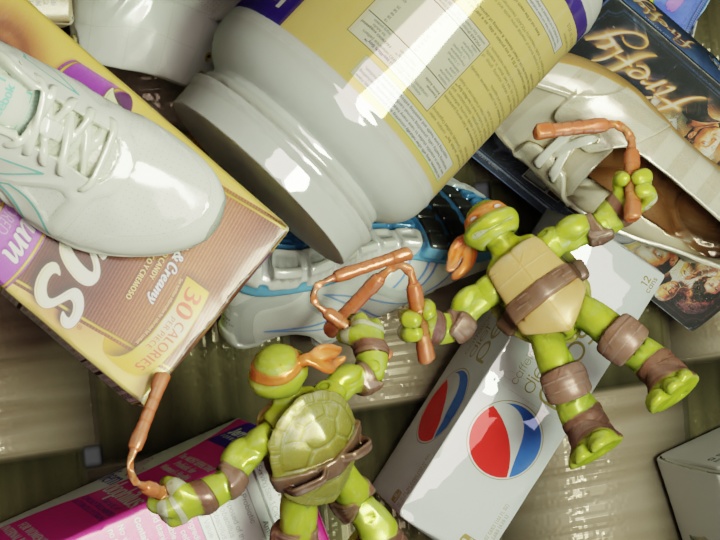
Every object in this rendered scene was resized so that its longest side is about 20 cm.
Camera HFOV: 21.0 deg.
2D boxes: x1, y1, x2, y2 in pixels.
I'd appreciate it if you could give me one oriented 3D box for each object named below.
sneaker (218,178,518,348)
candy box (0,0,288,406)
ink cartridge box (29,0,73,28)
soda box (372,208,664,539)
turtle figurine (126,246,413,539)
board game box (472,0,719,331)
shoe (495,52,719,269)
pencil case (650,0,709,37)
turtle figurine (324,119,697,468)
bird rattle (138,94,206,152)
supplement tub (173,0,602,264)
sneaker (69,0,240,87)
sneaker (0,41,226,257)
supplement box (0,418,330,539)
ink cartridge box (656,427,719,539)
[{"bbox_3d":[0.000,0.000,1.122,0.199,0.075,0.087,-9,134,-31],"label":"sneaker"},{"bbox_3d":[-0.148,-0.040,0.966,0.200,0.056,0.117,41,79,-7],"label":"candy box"},{"bbox_3d":[-0.238,-0.223,1.008,0.164,0.075,0.201,-3,95,-19],"label":"ink cartridge box"},{"bbox_3d":[0.090,0.066,1.135,0.064,0.068,0.200,32,89,-16],"label":"soda box"},{"bbox_3d":[-0.019,0.090,0.984,0.200,0.064,0.162,-40,127,-32],"label":"turtle figurine"},{"bbox_3d":[0.174,-0.066,1.153,0.200,0.035,0.135,36,121,-18],"label":"board game box"},{"bbox_3d":[0.150,-0.060,1.105,0.200,0.053,0.070,30,123,-14],"label":"shoe"},{"bbox_3d":[0.198,-0.210,1.173,0.087,0.078,0.200,32,80,9],"label":"pencil case"},{"bbox_3d":[0.094,0.025,1.055,0.200,0.064,0.161,-33,76,-6],"label":"turtle figurine"},{"bbox_3d":[-0.166,-0.027,1.054,0.199,0.113,0.163,22,73,-7],"label":"bird rattle"},{"bbox_3d":[0.014,-0.117,1.020,0.200,0.145,0.145,-47,107,-8],"label":"supplement tub"},{"bbox_3d":[-0.075,-0.161,1.085,0.199,0.074,0.116,-8,118,-33],"label":"sneaker"},{"bbox_3d":[-0.154,-0.063,0.898,0.200,0.080,0.071,25,79,-10],"label":"sneaker"},{"bbox_3d":[-0.122,0.168,1.055,0.200,0.101,0.104,-22,100,-19],"label":"supplement box"},{"bbox_3d":[0.291,0.184,1.223,0.145,0.084,0.201,-22,100,-19],"label":"ink cartridge box"}]
